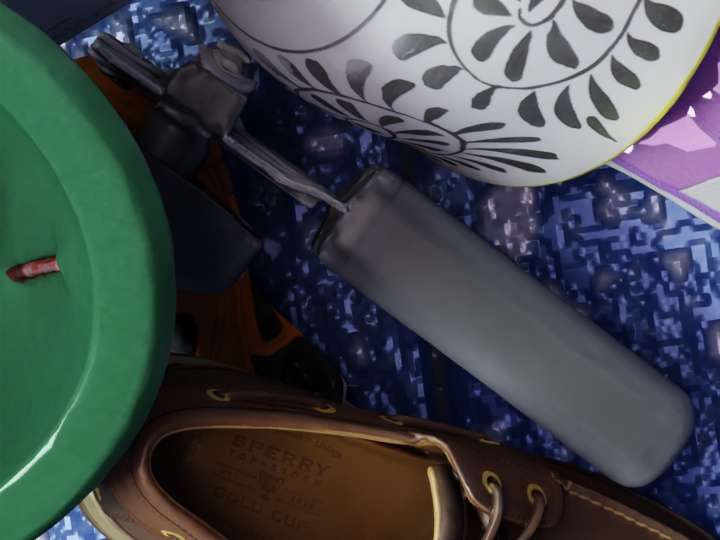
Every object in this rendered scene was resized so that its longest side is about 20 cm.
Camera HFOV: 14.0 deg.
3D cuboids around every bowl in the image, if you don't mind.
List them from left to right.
[{"bbox_3d":[0.002,-0.118,0.762,0.200,0.094,0.202,14,107,52],"label":"bowl"}]

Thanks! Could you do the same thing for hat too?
[{"bbox_3d":[-0.126,-0.023,0.777,0.166,0.176,0.200,40,114,-12],"label":"hat"}]

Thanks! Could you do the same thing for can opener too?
[{"bbox_3d":[0.000,0.000,0.807,0.200,0.053,0.067,32,94,-6],"label":"can opener"}]

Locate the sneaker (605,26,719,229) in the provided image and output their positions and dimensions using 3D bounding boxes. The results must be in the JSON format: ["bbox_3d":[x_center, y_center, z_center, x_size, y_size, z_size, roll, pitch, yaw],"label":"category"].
[{"bbox_3d":[0.070,-0.101,0.799,0.114,0.073,0.201,-37,79,21],"label":"sneaker"}]

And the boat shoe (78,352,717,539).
[{"bbox_3d":[0.019,0.077,0.787,0.199,0.068,0.072,19,87,-12],"label":"boat shoe"}]

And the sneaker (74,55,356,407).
[{"bbox_3d":[-0.060,0.038,0.862,0.092,0.076,0.201,-18,96,49],"label":"sneaker"}]

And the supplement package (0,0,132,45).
[{"bbox_3d":[-0.099,-0.147,0.721,0.200,0.111,0.156,-21,76,58],"label":"supplement package"}]
